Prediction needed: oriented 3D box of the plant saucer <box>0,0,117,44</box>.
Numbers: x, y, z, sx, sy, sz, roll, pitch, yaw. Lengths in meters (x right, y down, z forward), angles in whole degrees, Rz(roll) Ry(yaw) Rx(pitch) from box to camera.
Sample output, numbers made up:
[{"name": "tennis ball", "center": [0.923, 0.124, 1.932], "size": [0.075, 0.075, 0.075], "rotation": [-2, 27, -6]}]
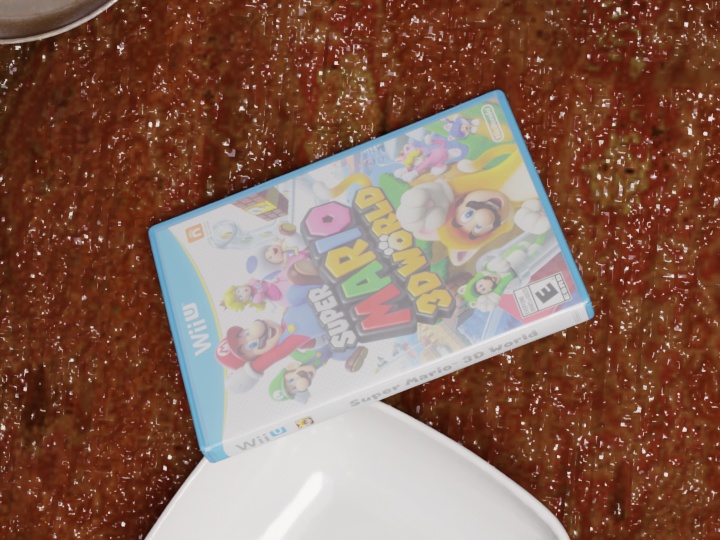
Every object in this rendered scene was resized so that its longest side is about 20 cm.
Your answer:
[{"name": "plant saucer", "center": [-0.187, -0.218, 0.966], "size": [0.200, 0.032, 0.200], "rotation": [-1, 85, 8]}]

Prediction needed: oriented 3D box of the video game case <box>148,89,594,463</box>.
[{"name": "video game case", "center": [0.000, 0.000, 0.896], "size": [0.200, 0.018, 0.143], "rotation": [-21, 55, 5]}]

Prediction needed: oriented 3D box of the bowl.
[{"name": "bowl", "center": [-0.009, 0.170, 0.857], "size": [0.200, 0.075, 0.200], "rotation": [29, 78, 30]}]
